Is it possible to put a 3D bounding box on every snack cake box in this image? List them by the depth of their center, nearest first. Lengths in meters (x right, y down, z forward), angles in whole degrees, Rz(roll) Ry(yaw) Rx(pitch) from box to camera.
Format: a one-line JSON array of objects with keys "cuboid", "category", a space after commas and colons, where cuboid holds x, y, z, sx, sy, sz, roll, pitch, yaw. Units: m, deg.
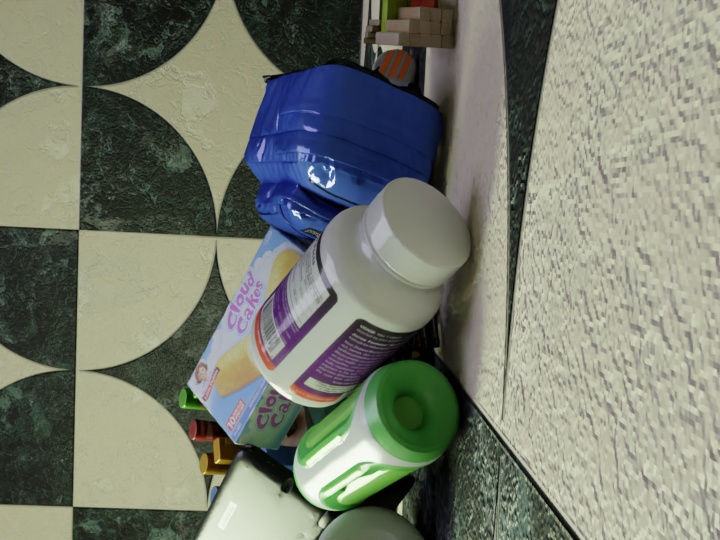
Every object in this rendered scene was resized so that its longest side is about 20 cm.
[{"cuboid": [-0.091, 0.071, 0.867, 0.115, 0.067, 0.202, 35, 100, 42], "category": "snack cake box"}]

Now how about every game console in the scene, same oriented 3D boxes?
[{"cuboid": [-0.066, 0.268, 0.900, 0.116, 0.175, 0.201, -48, -11, -54], "category": "game console"}]

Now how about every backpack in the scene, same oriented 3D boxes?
[{"cuboid": [-0.013, -0.112, 0.819, 0.199, 0.160, 0.171, 1, 79, 62], "category": "backpack"}]

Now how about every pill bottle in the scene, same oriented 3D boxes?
[{"cuboid": [-0.001, 0.019, 0.667, 0.200, 0.110, 0.113, -46, 32, 41], "category": "pill bottle"}, {"cuboid": [0.005, 0.310, 0.803, 0.201, 0.111, 0.115, 96, 176, -61], "category": "pill bottle"}]

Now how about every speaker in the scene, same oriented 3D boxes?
[{"cuboid": [0.006, 0.147, 0.701, 0.200, 0.087, 0.090, 131, 146, -54], "category": "speaker"}]

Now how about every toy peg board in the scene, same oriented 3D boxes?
[{"cuboid": [-0.145, 0.193, 0.997, 0.200, 0.097, 0.202, -44, 45, 42], "category": "toy peg board"}]

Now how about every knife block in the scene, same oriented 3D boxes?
[{"cuboid": [0.038, 0.061, 0.827, 0.200, 0.063, 0.179, 180, 94, -86], "category": "knife block"}]

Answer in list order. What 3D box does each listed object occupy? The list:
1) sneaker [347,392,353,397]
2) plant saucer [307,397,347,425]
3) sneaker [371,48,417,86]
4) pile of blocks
[{"cuboid": [-0.005, 0.119, 0.935, 0.073, 0.083, 0.204, -102, 12, -73], "category": "sneaker"}, {"cuboid": [-0.016, 0.204, 0.955, 0.070, 0.019, 0.203, -41, -63, -55], "category": "plant saucer"}, {"cuboid": [0.025, -0.178, 1.069, 0.202, 0.077, 0.112, -62, -14, -18], "category": "sneaker"}, {"cuboid": [0.044, -0.257, 0.817, 0.200, 0.081, 0.063, -96, 9, -75], "category": "pile of blocks"}]
